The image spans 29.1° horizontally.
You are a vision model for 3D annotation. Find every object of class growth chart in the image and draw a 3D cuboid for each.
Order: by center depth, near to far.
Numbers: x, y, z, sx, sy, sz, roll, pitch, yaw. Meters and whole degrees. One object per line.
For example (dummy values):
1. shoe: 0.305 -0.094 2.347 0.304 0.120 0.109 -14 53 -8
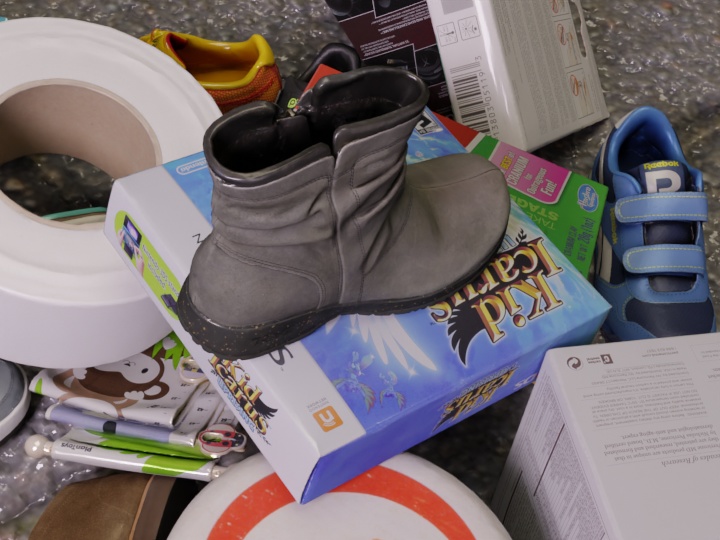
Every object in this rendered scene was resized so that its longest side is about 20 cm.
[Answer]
1. growth chart: -0.119 0.051 0.806 0.143 0.018 0.201 4 35 5

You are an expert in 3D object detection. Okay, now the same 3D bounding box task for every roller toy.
1. roller toy: -0.010 0.183 0.661 0.180 0.141 0.201 -6 51 -13

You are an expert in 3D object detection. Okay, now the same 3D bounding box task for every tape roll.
1. tape roll: -0.171 -0.047 0.799 0.200 0.071 0.204 11 53 -15

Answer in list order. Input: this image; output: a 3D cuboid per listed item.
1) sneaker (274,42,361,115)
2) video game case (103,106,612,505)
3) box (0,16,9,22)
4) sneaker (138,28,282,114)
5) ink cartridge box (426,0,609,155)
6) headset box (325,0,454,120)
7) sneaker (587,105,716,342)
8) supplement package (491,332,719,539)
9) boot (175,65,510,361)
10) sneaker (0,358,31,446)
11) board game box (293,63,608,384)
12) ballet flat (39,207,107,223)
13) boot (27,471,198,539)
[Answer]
1. sneaker: -0.048 -0.081 0.921 0.070 0.083 0.201 18 49 10
2. video game case: 0.000 0.000 0.712 0.199 0.046 0.182 -23 62 -34
3. box: -0.308 -0.150 0.919 0.198 0.082 0.050 17 75 17
4. sneaker: -0.154 -0.134 0.954 0.197 0.078 0.074 -7 51 -3
5. ink cartridge box: 0.107 -0.166 0.956 0.050 0.163 0.200 -12 7 26
6. headset box: 0.051 -0.200 0.983 0.077 0.201 0.150 -11 40 32
7. sneaker: 0.190 -0.021 0.906 0.073 0.083 0.202 0 51 -10
8. supplement package: 0.175 0.157 0.703 0.150 0.152 0.201 -4 50 -14
9. boot: 0.011 -0.038 0.626 0.199 0.131 0.068 -23 62 -34
10. sneaker: -0.278 0.061 0.740 0.198 0.121 0.084 -17 53 -22
11. board game box: 0.039 -0.031 0.821 0.198 0.041 0.154 23 41 0
12. ballet flat: -0.233 0.015 0.830 0.198 0.070 0.070 -14 52 -24
13. boot: -0.144 0.185 0.699 0.074 0.074 0.201 1 41 14
